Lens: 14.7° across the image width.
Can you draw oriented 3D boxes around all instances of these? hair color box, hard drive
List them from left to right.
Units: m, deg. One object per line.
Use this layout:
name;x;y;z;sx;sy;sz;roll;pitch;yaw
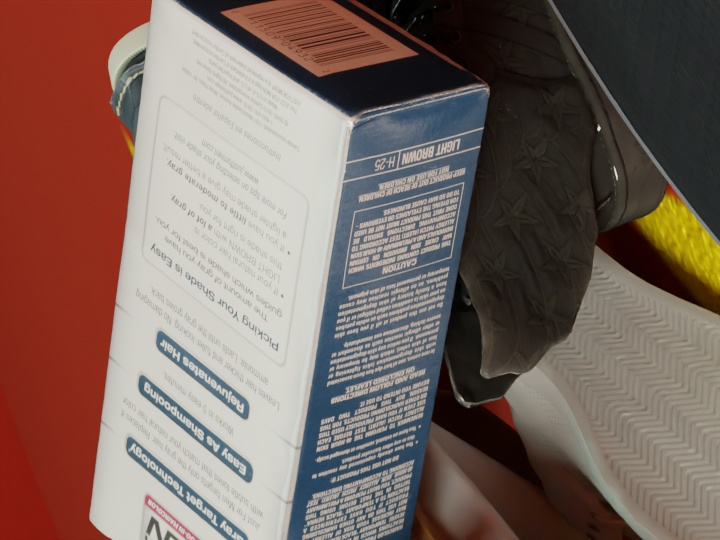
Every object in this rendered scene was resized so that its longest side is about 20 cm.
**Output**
hair color box;-0.026;0.015;0.891;0.100;0.060;0.201;36;128;39
hard drive;0.096;-0.083;0.783;0.201;0.042;0.135;59;165;29

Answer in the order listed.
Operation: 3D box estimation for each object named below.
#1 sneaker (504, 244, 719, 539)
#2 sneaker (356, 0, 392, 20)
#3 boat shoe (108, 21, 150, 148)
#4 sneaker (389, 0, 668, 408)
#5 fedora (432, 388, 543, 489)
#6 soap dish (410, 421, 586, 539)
sneaker;0.109;0.065;0.957;0.200;0.074;0.116;47;171;45
sneaker;-0.029;-0.113;1.034;0.200;0.076;0.076;-105;5;-66
boat shoe;-0.030;-0.030;1.157;0.200;0.075;0.062;45;-153;-45
sneaker;0.031;-0.062;0.920;0.201;0.104;0.060;62;152;10
fedora;0.040;0.143;1.133;0.082;0.200;0.202;4;120;48
soap dish;0.073;0.148;0.999;0.200;0.081;0.157;35;-170;-45
